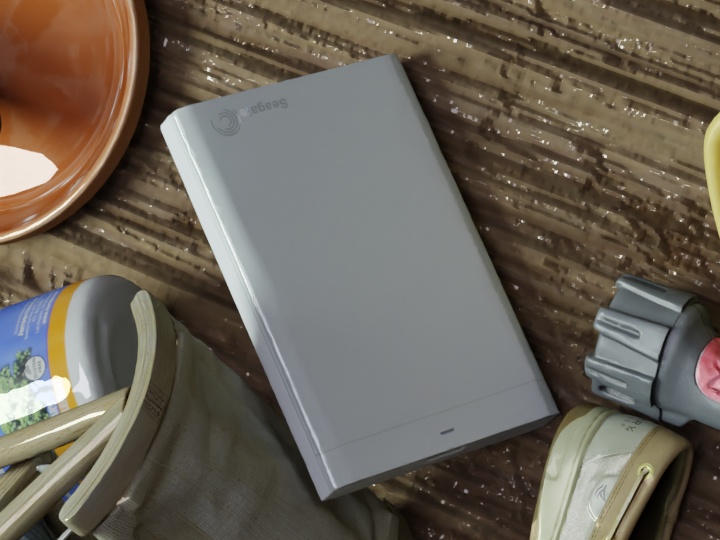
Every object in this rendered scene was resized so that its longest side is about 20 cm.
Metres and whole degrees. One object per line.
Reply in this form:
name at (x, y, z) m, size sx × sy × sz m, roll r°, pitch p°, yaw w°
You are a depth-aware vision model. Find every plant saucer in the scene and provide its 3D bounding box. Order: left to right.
plant saucer at (-0.200, -0.112, 1.580) m, size 0.200 × 0.032 × 0.201 m, roll -1°, pitch 88°, yaw 24°

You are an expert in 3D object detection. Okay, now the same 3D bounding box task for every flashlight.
flashlight at (0.203, 0.056, 1.371) m, size 0.200 × 0.068 × 0.068 m, roll 23°, pitch 71°, yaw 25°

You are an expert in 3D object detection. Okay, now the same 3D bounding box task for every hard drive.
hard drive at (0.000, 0.000, 1.438) m, size 0.200 × 0.132 × 0.026 m, roll 66°, pitch 150°, yaw 12°

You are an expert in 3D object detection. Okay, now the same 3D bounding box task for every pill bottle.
pill bottle at (-0.194, 0.082, 1.524) m, size 0.200 × 0.112 × 0.112 m, roll -20°, pitch 80°, yaw 22°

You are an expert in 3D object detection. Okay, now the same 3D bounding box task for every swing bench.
swing bench at (-0.105, 0.150, 1.414) m, size 0.200 × 0.199 × 0.130 m, roll -34°, pitch 35°, yaw 20°

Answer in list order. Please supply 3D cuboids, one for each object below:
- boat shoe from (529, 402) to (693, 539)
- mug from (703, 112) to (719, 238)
boat shoe at (0.112, 0.166, 1.401) m, size 0.066 × 0.074 × 0.200 m, roll 10°, pitch 92°, yaw 30°
mug at (0.231, -0.071, 1.325) m, size 0.186 × 0.149 × 0.153 m, roll -18°, pitch 72°, yaw 16°
